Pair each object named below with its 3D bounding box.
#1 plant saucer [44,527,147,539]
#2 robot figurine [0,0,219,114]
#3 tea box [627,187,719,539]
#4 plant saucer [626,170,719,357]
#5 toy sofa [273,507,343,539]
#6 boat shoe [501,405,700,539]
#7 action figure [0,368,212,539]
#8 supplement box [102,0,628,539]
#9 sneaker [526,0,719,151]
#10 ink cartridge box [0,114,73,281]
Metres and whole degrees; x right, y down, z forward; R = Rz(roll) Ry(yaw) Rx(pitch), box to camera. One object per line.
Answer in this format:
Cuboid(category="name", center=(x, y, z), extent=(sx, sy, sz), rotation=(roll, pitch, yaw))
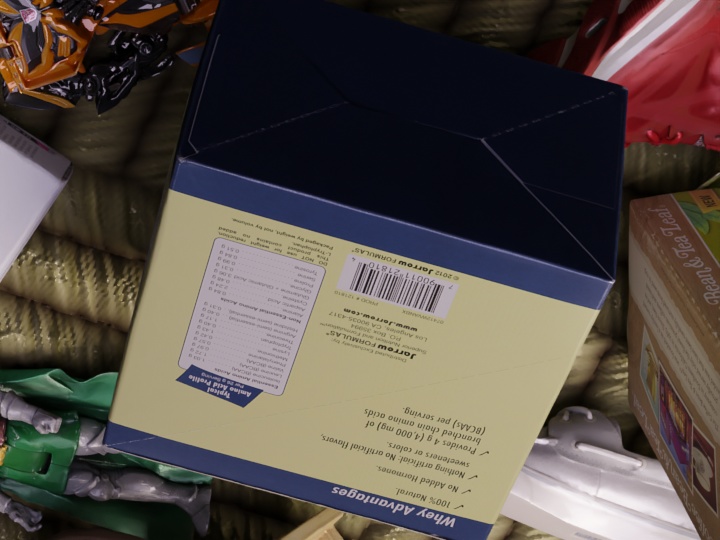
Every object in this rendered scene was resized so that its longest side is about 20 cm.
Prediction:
Cuboid(category="plant saucer", center=(-0.106, 0.222, 1.160), extent=(0.200, 0.029, 0.200), rotation=(20, 134, 22))
Cuboid(category="robot figurine", center=(-0.105, -0.151, 1.034), extent=(0.200, 0.058, 0.145), rotation=(-22, 118, 0))
Cuboid(category="tea box", center=(0.252, 0.052, 1.094), extent=(0.197, 0.200, 0.134), rotation=(-8, 119, -8))
Cuboid(category="plant saucer", center=(0.239, 0.012, 1.202), extent=(0.200, 0.031, 0.200), rotation=(-5, 118, -9))
Cuboid(category="toy sofa", center=(-0.004, 0.237, 1.186), extent=(0.200, 0.083, 0.098), rotation=(52, 138, 8))
Cuboid(category="boat shoe", center=(0.127, 0.113, 1.212), extent=(0.200, 0.072, 0.069), rotation=(19, 75, 0))
Cuboid(category="action figure", center=(-0.172, 0.093, 1.153), extent=(0.200, 0.055, 0.118), rotation=(11, 117, -12))
Cuboid(category="supplement box", center=(0.000, 0.000, 1.036), extent=(0.200, 0.134, 0.200), rotation=(16, 135, -5))
Cuboid(category="sneaker", center=(0.137, -0.071, 1.114), extent=(0.200, 0.078, 0.116), rotation=(-42, 115, 12))
Cuboid(category="ink cartridge box", center=(-0.275, -0.025, 1.067), extent=(0.200, 0.043, 0.196), rotation=(34, 106, -8))
